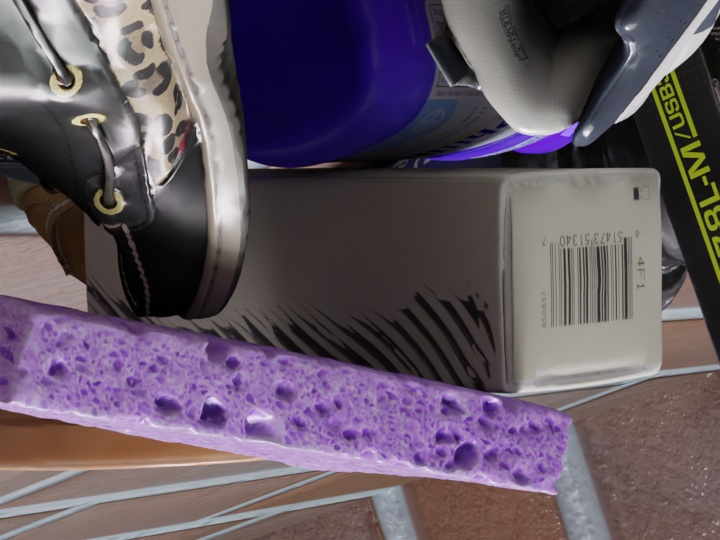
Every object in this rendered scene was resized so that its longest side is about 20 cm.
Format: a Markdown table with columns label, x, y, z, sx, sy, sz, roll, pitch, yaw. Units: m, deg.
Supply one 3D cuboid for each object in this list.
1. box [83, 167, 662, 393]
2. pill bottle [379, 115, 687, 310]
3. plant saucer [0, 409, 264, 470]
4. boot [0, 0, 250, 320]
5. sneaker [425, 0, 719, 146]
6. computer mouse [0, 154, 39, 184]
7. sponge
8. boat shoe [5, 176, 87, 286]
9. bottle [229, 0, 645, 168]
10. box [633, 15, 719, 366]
| label | x | y | z | sx | sy | sz | roll | pitch | yaw |
| --- | --- | --- | --- | --- | --- | --- | --- | --- | --- |
| box | 0.000 | 0.000 | 0.893 | 0.082 | 0.069 | 0.200 | -4 | -176 | -44 |
| pill bottle | 0.074 | -0.016 | 1.184 | 0.200 | 0.112 | 0.112 | -25 | 169 | 37 |
| plant saucer | -0.076 | 0.048 | 0.997 | 0.200 | 0.032 | 0.200 | -2 | -177 | 0 |
| boot | -0.108 | -0.043 | 0.682 | 0.150 | 0.073 | 0.200 | -14 | 149 | -8 |
| sneaker | 0.053 | -0.077 | 0.748 | 0.129 | 0.080 | 0.199 | -37 | -179 | -30 |
| computer mouse | -0.080 | -0.075 | 0.818 | 0.058 | 0.034 | 0.200 | 3 | 160 | -17 |
| sponge | -0.046 | 0.035 | 0.762 | 0.200 | 0.030 | 0.111 | 14 | 172 | -41 |
| boat shoe | -0.082 | -0.009 | 1.037 | 0.071 | 0.076 | 0.200 | -17 | 170 | 7 |
| bottle | 0.032 | -0.071 | 0.914 | 0.083 | 0.066 | 0.200 | -16 | 174 | 34 |
| box | 0.195 | -0.025 | 1.098 | 0.047 | 0.194 | 0.200 | -23 | 171 | 37 |
